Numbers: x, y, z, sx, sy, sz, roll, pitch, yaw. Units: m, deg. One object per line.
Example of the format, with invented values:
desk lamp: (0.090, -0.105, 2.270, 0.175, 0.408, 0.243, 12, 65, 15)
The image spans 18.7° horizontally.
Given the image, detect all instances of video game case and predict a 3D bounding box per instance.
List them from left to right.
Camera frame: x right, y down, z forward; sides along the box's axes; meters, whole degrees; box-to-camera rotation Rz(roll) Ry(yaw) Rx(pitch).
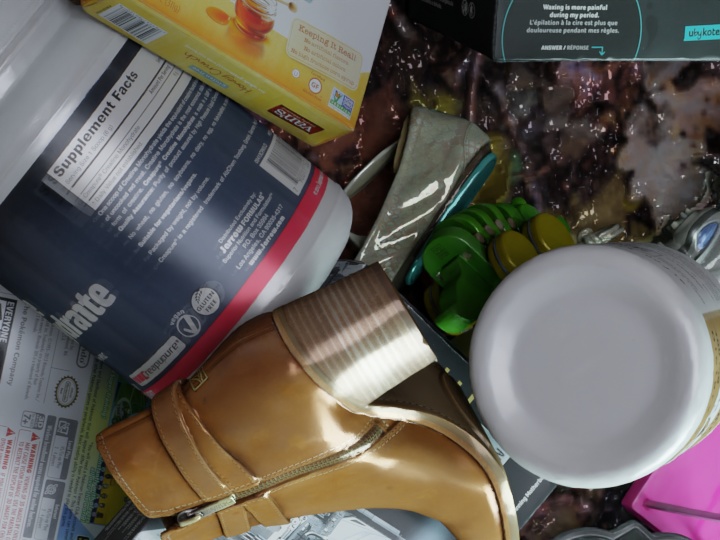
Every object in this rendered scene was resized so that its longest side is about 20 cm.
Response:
video game case: (-0.142, 0.110, 1.119, 0.182, 0.022, 0.200, 13, 86, -23)

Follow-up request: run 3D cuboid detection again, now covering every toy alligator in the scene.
toy alligator: (0.080, -0.015, 1.161, 0.054, 0.059, 0.200, 56, 33, 5)

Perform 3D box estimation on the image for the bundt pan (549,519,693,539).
bundt pan: (0.143, 0.244, 1.192, 0.202, 0.076, 0.202, -5, 106, -17)

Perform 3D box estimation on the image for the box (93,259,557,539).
box: (-0.014, 0.119, 1.093, 0.158, 0.050, 0.200, 45, 78, -18)

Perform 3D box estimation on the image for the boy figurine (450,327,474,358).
boy figurine: (0.032, 0.119, 1.171, 0.124, 0.064, 0.200, 39, 80, -16)

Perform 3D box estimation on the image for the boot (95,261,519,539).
boot: (-0.019, 0.098, 1.021, 0.155, 0.077, 0.200, -31, 138, 2)

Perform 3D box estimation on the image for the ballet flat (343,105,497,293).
ballet flat: (0.000, 0.000, 1.163, 0.062, 0.067, 0.200, 31, 75, 8)

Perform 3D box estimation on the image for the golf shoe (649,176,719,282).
golf shoe: (0.239, -0.028, 1.234, 0.097, 0.078, 0.200, 42, 84, 3)

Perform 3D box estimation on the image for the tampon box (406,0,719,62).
tampon box: (0.118, -0.218, 1.135, 0.150, 0.126, 0.200, -2, 107, -21)

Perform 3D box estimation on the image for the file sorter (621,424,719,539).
file sorter: (0.284, 0.139, 1.242, 0.200, 0.125, 0.139, 39, 77, -19)

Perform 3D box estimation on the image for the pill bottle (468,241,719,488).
pill bottle: (0.132, 0.042, 1.095, 0.114, 0.200, 0.115, 0, 92, 17)

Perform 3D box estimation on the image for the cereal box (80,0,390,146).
cereal box: (-0.042, -0.180, 1.055, 0.144, 0.040, 0.200, 28, 63, -29)

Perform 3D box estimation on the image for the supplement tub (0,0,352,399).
supplement tub: (-0.117, -0.038, 1.053, 0.200, 0.140, 0.140, 38, 77, -10)
